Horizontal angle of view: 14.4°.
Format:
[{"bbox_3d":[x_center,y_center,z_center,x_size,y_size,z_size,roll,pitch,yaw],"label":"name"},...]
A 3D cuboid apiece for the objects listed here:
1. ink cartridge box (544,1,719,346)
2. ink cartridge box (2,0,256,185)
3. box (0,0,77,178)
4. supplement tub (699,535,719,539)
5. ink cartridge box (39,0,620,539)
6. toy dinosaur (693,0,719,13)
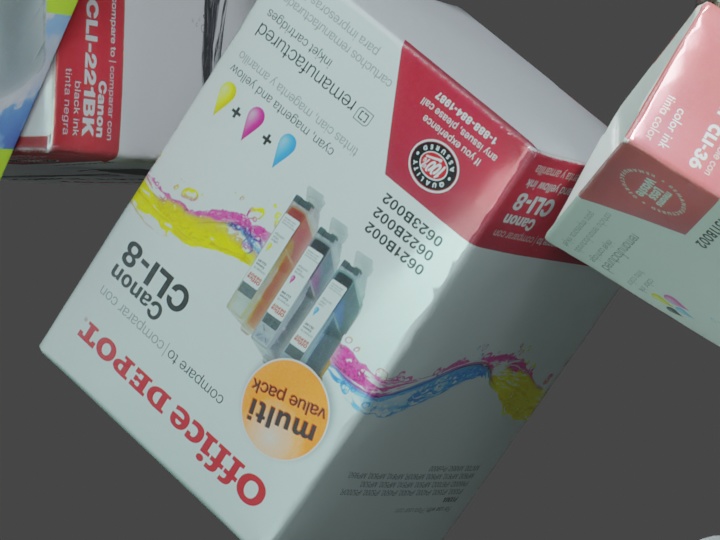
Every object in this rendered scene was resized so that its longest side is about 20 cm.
[{"bbox_3d":[0.178,-0.001,1.033,0.200,0.117,0.068,31,70,0],"label":"ink cartridge box"},{"bbox_3d":[-0.129,-0.082,1.222,0.144,0.200,0.084,0,89,30],"label":"ink cartridge box"},{"bbox_3d":[-0.172,-0.072,1.060,0.048,0.122,0.200,30,104,25],"label":"box"},{"bbox_3d":[0.170,0.206,1.050,0.200,0.144,0.145,41,106,27],"label":"supplement tub"},{"bbox_3d":[0.000,0.000,1.169,0.145,0.145,0.200,40,106,26],"label":"ink cartridge box"},{"bbox_3d":[0.198,-0.078,1.053,0.200,0.136,0.086,17,67,31],"label":"toy dinosaur"}]
